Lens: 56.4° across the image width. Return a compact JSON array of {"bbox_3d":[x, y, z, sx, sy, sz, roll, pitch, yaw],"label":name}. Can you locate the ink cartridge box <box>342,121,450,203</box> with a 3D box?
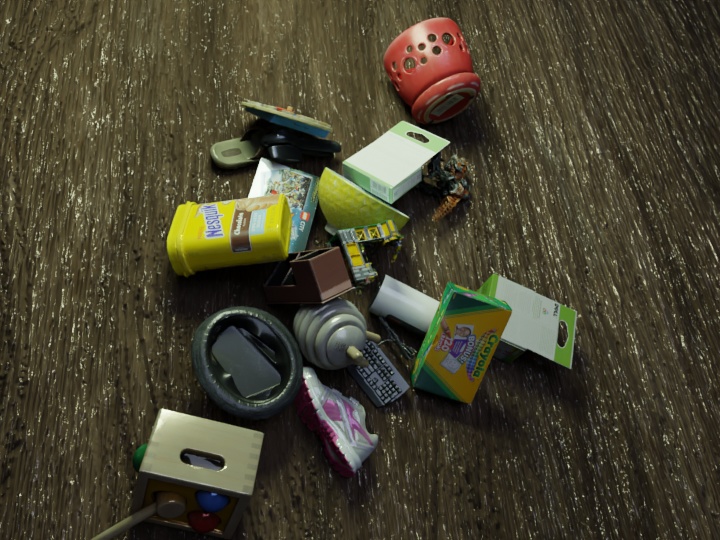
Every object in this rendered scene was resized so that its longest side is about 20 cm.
[{"bbox_3d":[0.079,-0.240,1.463,0.145,0.048,0.200,32,55,31],"label":"ink cartridge box"}]

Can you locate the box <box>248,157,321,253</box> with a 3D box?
[{"bbox_3d":[-0.162,-0.116,1.344,0.136,0.038,0.201,18,62,-10],"label":"box"}]

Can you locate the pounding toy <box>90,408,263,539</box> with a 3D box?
[{"bbox_3d":[-0.268,0.320,0.981,0.199,0.185,0.143,16,44,-11],"label":"pounding toy"}]

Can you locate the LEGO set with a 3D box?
[{"bbox_3d":[0.000,0.000,1.259,0.153,0.200,0.116,-7,70,-39],"label":"LEGO set"}]

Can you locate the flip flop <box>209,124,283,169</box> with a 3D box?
[{"bbox_3d":[-0.223,-0.269,1.412,0.199,0.058,0.081,-22,70,-34],"label":"flip flop"}]

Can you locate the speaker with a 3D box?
[{"bbox_3d":[0.116,0.086,1.311,0.199,0.081,0.081,27,55,-4],"label":"speaker"}]

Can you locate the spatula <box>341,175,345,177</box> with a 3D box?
[{"bbox_3d":[-0.113,-0.191,1.430,0.199,0.021,0.057,5,58,-17],"label":"spatula"}]

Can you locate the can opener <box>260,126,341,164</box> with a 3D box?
[{"bbox_3d":[-0.126,-0.262,1.428,0.199,0.063,0.079,-7,93,-47],"label":"can opener"}]

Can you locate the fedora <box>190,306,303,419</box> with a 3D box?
[{"bbox_3d":[-0.196,0.164,1.140,0.199,0.092,0.202,10,60,-17],"label":"fedora"}]

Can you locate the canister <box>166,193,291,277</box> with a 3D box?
[{"bbox_3d":[-0.231,-0.068,1.213,0.199,0.087,0.149,-7,41,5],"label":"canister"}]

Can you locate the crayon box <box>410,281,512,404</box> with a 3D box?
[{"bbox_3d":[0.184,0.135,1.243,0.118,0.201,0.058,18,15,-9],"label":"crayon box"}]

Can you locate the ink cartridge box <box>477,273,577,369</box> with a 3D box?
[{"bbox_3d":[0.333,0.118,1.376,0.199,0.076,0.148,24,54,-7],"label":"ink cartridge box"}]

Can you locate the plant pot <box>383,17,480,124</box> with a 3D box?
[{"bbox_3d":[0.178,-0.464,1.603,0.200,0.200,0.183,-17,75,-28],"label":"plant pot"}]

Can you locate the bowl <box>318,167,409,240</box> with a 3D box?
[{"bbox_3d":[-0.013,-0.111,1.352,0.200,0.200,0.108,32,97,0],"label":"bowl"}]

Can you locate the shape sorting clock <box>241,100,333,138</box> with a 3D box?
[{"bbox_3d":[-0.153,-0.326,1.416,0.199,0.039,0.200,19,12,-4],"label":"shape sorting clock"}]

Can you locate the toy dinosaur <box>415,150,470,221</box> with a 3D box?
[{"bbox_3d":[0.194,-0.195,1.509,0.135,0.102,0.200,34,31,-18],"label":"toy dinosaur"}]

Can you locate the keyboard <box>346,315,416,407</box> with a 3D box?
[{"bbox_3d":[0.024,0.146,1.261,0.127,0.021,0.200,-35,77,-18],"label":"keyboard"}]

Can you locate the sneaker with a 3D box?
[{"bbox_3d":[-0.043,0.249,1.160,0.088,0.081,0.201,-27,80,-33],"label":"sneaker"}]

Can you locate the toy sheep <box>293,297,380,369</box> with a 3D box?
[{"bbox_3d":[-0.046,0.111,1.169,0.137,0.200,0.139,-10,108,-30],"label":"toy sheep"}]

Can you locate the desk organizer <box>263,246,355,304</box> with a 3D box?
[{"bbox_3d":[-0.104,0.011,1.194,0.072,0.200,0.077,-25,102,-34],"label":"desk organizer"}]
